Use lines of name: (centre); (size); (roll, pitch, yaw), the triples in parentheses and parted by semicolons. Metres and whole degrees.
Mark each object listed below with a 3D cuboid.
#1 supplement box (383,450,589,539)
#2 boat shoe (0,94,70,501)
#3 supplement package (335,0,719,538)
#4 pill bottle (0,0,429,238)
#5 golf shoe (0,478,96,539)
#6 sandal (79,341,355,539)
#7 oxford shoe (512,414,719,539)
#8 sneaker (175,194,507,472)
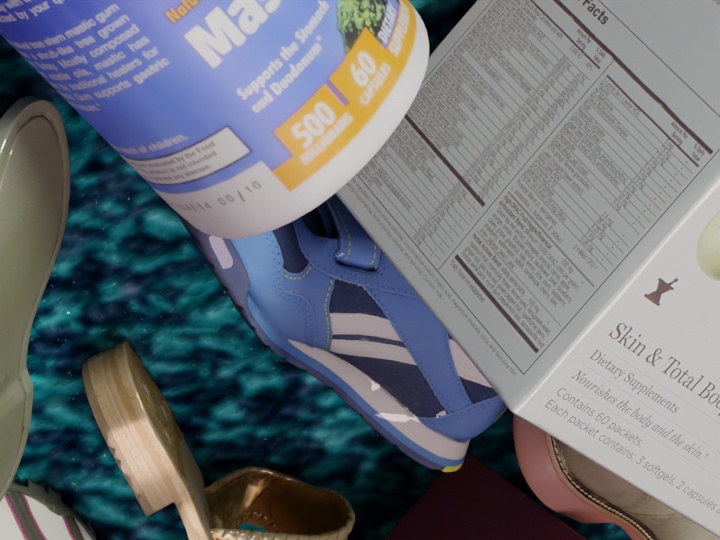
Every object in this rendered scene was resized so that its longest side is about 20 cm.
supplement box: (0.075, 0.180, 1.221); (0.110, 0.086, 0.200); (-48, 138, -7)
boat shoe: (-0.157, 0.011, 1.075); (0.066, 0.075, 0.200); (26, 134, 16)
supplement package: (0.128, -0.038, 1.011); (0.200, 0.151, 0.152); (-50, 132, 10)
pill bottle: (-0.077, -0.114, 0.966); (0.112, 0.112, 0.200); (-37, 119, 12)
golf shoe: (-0.123, 0.147, 1.172); (0.200, 0.088, 0.077); (26, 117, -30)
sandal: (-0.038, 0.106, 1.175); (0.069, 0.078, 0.212); (-25, 123, 4)
oxford shoe: (0.145, 0.084, 1.184); (0.074, 0.071, 0.200); (-15, 161, 34)
sneaker: (0.000, 0.000, 1.112); (0.082, 0.074, 0.200); (-41, 134, 12)
